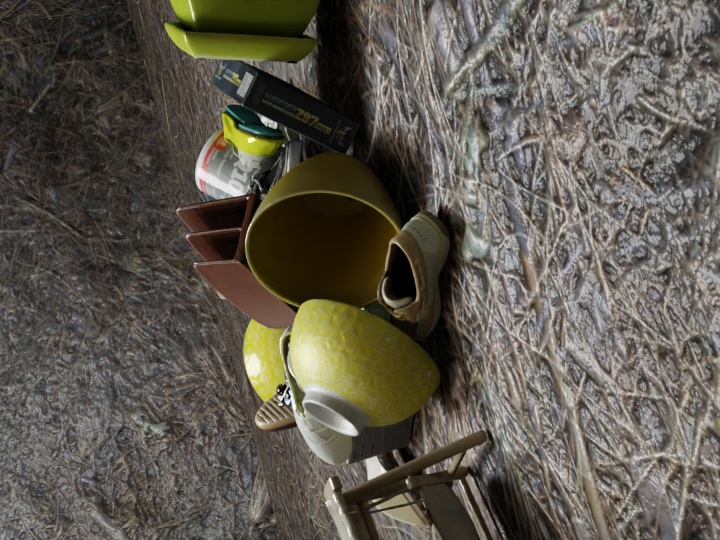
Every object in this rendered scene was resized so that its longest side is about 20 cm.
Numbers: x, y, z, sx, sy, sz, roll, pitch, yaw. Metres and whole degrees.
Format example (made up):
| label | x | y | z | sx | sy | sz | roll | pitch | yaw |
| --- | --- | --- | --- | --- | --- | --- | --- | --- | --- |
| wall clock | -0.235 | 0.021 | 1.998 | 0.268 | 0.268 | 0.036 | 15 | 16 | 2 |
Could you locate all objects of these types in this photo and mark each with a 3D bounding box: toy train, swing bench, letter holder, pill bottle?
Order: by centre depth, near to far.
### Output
| label | x | y | z | sx | sy | sz | roll | pitch | yaw |
| --- | --- | --- | --- | --- | --- | --- | --- | --- | --- |
| swing bench | 0.079 | 0.313 | 0.942 | 0.130 | 0.198 | 0.200 | 100 | 151 | -55 |
| letter holder | -0.162 | -0.004 | 1.177 | 0.200 | 0.141 | 0.101 | 49 | -137 | -52 |
| toy train | -0.066 | 0.116 | 1.228 | 0.046 | 0.034 | 0.201 | 37 | 106 | 37 |
| pill bottle | -0.143 | -0.132 | 1.315 | 0.199 | 0.114 | 0.114 | 28 | 145 | 14 |

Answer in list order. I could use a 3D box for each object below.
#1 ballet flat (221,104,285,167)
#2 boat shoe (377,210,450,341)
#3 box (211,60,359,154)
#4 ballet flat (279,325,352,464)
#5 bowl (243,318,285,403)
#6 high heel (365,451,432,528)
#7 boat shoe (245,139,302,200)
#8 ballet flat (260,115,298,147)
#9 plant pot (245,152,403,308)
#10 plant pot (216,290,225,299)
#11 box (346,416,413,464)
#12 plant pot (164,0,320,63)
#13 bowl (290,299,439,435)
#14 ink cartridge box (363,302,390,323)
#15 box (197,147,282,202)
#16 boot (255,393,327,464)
| label | x | y | z | sx | sy | sz | roll | pitch | yaw |
| --- | --- | --- | --- | --- | --- | --- | --- | --- | --- |
| ballet flat | -0.153 | -0.181 | 1.197 | 0.200 | 0.066 | 0.068 | -135 | 53 | -59 |
| boat shoe | 0.053 | 0.018 | 0.995 | 0.074 | 0.066 | 0.201 | 41 | 146 | 32 |
| box | -0.107 | -0.230 | 1.167 | 0.051 | 0.157 | 0.200 | -62 | 27 | 9 |
| ballet flat | -0.069 | 0.170 | 1.163 | 0.069 | 0.069 | 0.202 | 131 | 121 | -70 |
| bowl | -0.086 | 0.135 | 1.431 | 0.107 | 0.199 | 0.202 | -24 | 79 | 44 |
| high heel | 0.054 | 0.294 | 1.309 | 0.200 | 0.142 | 0.072 | 40 | 122 | 11 |
| boat shoe | -0.128 | -0.104 | 1.200 | 0.200 | 0.067 | 0.074 | 113 | 167 | -47 |
| ballet flat | -0.135 | -0.213 | 1.461 | 0.072 | 0.071 | 0.201 | -121 | 22 | -44 |
| plant pot | -0.037 | -0.067 | 1.086 | 0.143 | 0.198 | 0.201 | -85 | -3 | -47 |
| plant pot | -0.169 | -0.034 | 1.499 | 0.201 | 0.187 | 0.203 | 166 | 90 | -73 |
| box | -0.006 | 0.166 | 1.276 | 0.113 | 0.101 | 0.201 | 94 | 156 | -45 |
| plant pot | -0.153 | -0.366 | 1.090 | 0.200 | 0.197 | 0.183 | -138 | 49 | -62 |
| bowl | -0.013 | 0.137 | 1.059 | 0.199 | 0.108 | 0.201 | 25 | 156 | 12 |
| ink cartridge box | 0.000 | 0.000 | 1.217 | 0.201 | 0.048 | 0.146 | 88 | 160 | -44 |
| box | -0.152 | -0.082 | 1.393 | 0.201 | 0.157 | 0.051 | 60 | 177 | 13 |
| boot | -0.066 | 0.258 | 1.382 | 0.072 | 0.199 | 0.168 | 45 | 149 | 50 |
